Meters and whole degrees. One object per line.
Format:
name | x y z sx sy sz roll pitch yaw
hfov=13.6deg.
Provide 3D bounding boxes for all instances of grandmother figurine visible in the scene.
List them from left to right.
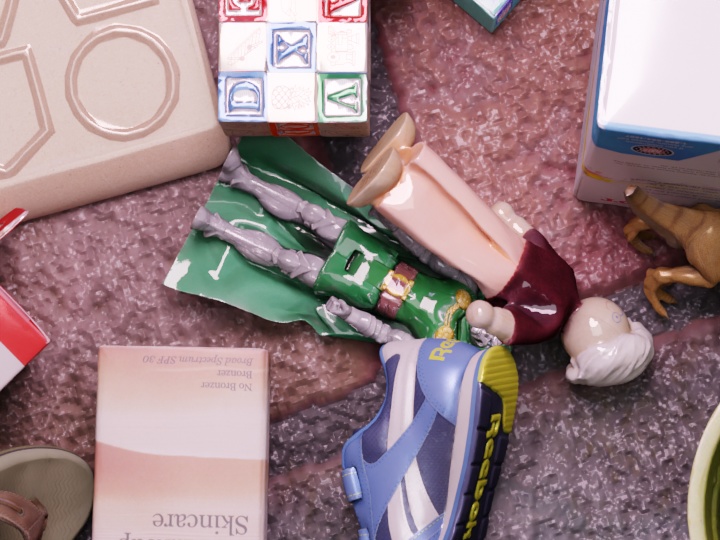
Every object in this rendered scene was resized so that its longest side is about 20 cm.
grandmother figurine | 0.086 -0.001 1.731 0.200 0.061 0.122 37 43 -11

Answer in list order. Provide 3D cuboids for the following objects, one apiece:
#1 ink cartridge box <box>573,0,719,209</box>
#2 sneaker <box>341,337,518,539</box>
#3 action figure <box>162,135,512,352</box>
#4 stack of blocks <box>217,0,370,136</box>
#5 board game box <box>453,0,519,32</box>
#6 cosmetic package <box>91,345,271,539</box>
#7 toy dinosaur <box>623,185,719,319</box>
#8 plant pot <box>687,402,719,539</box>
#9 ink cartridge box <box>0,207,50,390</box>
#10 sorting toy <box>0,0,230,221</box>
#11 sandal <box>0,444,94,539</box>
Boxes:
ink cartridge box | 0.205 -0.118 1.697 0.146 0.200 0.147 7 80 1
sneaker | 0.029 0.132 1.725 0.082 0.074 0.201 16 92 21
action figure | 0.000 0.000 1.757 0.199 0.055 0.119 27 80 0
stack of blocks | -0.023 -0.180 1.738 0.114 0.059 0.201 0 84 2
board game box | 0.086 -0.267 1.798 0.152 0.045 0.200 41 84 5
cosmetic package | -0.102 0.147 1.716 0.103 0.087 0.201 0 82 -1
toy dinosaur | 0.191 -0.022 1.725 0.199 0.106 0.061 20 62 -33
plant pot | 0.270 0.139 1.663 0.199 0.190 0.201 0 82 0
ink cartridge box | -0.243 0.056 1.710 0.200 0.116 0.067 -45 99 -5
sorting toy | -0.187 -0.136 1.770 0.184 0.036 0.201 -15 99 -2
sandal | -0.217 0.156 1.672 0.057 0.201 0.080 14 113 36
